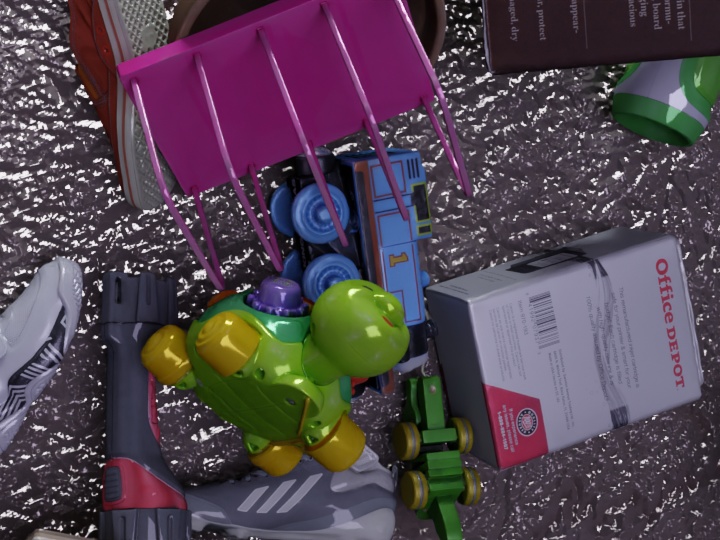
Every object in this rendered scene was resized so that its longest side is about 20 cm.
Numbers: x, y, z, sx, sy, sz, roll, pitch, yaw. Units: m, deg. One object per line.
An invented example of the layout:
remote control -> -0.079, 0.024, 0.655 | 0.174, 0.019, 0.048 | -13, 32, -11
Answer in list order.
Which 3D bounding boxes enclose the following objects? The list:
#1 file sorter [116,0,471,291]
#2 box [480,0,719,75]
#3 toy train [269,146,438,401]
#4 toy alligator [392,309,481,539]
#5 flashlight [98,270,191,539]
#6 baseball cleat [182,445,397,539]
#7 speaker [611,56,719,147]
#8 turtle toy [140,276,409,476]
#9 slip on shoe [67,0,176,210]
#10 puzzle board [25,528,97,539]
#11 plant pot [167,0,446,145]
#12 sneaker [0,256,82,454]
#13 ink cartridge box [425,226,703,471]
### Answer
file sorter -> -0.039, -0.090, 0.946 | 0.200, 0.126, 0.139 | -21, 145, 1
box -> 0.203, -0.238, 1.034 | 0.200, 0.166, 0.165 | -2, 99, 21
toy train -> 0.000, 0.000, 1.067 | 0.114, 0.087, 0.201 | -11, 100, -18
toy alligator -> 0.053, 0.131, 1.124 | 0.059, 0.054, 0.200 | -2, 72, -22
flashlight -> -0.155, 0.105, 1.007 | 0.068, 0.068, 0.201 | 1, 75, -6
baseball cleat -> -0.066, 0.165, 1.083 | 0.200, 0.070, 0.107 | 12, 76, -25
speaker -> 0.281, -0.209, 1.158 | 0.088, 0.088, 0.200 | 24, 87, -23
turtle toy -> -0.047, 0.061, 0.956 | 0.146, 0.200, 0.101 | 45, 57, -22
slip on shoe -> -0.172, -0.141, 1.001 | 0.074, 0.061, 0.200 | -39, 127, -51
puzzle board -> -0.162, 0.236, 1.007 | 0.200, 0.151, 0.017 | 17, 55, -23
plant pot -> -0.046, -0.188, 1.001 | 0.200, 0.093, 0.201 | -13, 145, -10
sneaker -> -0.282, 0.063, 0.968 | 0.115, 0.075, 0.200 | 32, 88, -25
ink cartridge box -> 0.170, 0.060, 1.146 | 0.200, 0.083, 0.146 | -17, 103, -20
